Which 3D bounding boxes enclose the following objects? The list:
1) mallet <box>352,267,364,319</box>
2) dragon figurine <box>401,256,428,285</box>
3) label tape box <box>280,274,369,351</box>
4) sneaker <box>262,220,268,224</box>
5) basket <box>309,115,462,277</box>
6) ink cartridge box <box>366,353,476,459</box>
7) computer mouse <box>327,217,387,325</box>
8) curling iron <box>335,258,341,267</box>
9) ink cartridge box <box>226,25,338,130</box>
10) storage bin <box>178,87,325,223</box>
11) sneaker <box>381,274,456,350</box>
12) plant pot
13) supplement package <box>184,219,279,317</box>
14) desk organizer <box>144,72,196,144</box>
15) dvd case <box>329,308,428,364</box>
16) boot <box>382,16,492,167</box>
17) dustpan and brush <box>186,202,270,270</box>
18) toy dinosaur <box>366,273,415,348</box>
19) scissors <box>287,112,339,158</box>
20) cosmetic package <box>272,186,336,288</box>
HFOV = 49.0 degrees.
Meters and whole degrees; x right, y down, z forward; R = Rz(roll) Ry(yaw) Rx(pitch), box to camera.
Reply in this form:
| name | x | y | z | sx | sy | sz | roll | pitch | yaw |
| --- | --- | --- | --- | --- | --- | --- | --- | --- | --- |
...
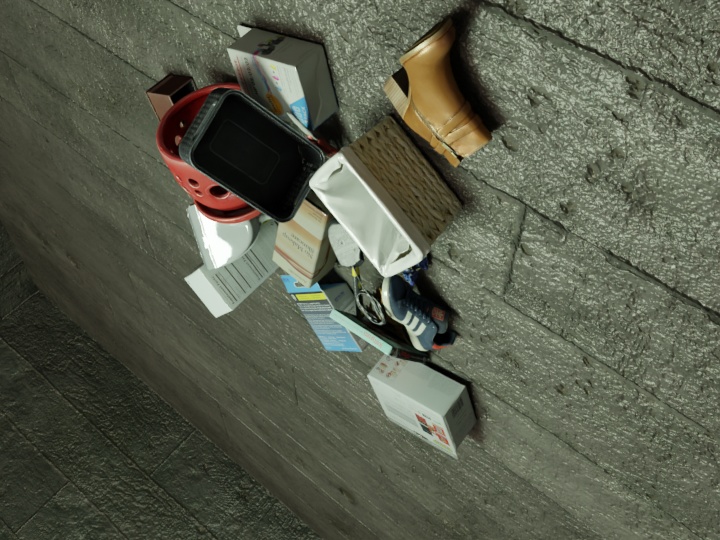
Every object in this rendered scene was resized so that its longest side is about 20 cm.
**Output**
| name | x | y | z | sx | sy | sz | roll | pitch | yaw |
| --- | --- | --- | --- | --- | --- | --- | --- | --- | --- |
| mallet | -0.015 | 0.004 | 1.443 | 0.041 | 0.065 | 0.204 | 19 | 122 | 36 |
| dragon figurine | 0.050 | -0.067 | 1.327 | 0.098 | 0.059 | 0.202 | 15 | 139 | 45 |
| label tape box | -0.067 | 0.074 | 1.665 | 0.142 | 0.066 | 0.202 | -5 | 120 | 56 |
| sneaker | -0.247 | -0.174 | 1.573 | 0.202 | 0.084 | 0.074 | 55 | 150 | -14 |
| basket | 0.041 | -0.114 | 1.213 | 0.201 | 0.123 | 0.135 | 51 | 152 | -6 |
| ink cartridge box | 0.130 | 0.273 | 1.618 | 0.198 | 0.084 | 0.177 | 25 | 151 | 36 |
| computer mouse | 0.000 | 0.000 | 1.366 | 0.058 | 0.034 | 0.203 | -16 | 102 | 37 |
| curling iron | -0.089 | -0.092 | 1.524 | 0.049 | 0.026 | 0.202 | -24 | 105 | 47 |
| ink cartridge box | -0.138 | -0.311 | 1.264 | 0.198 | 0.068 | 0.116 | 25 | 146 | 35 |
| storage bin | -0.173 | -0.184 | 1.260 | 0.198 | 0.137 | 0.094 | 33 | 178 | -28 |
| sneaker | 0.109 | 0.072 | 1.402 | 0.083 | 0.076 | 0.200 | -2 | 144 | 34 |
| plant pot | -0.242 | -0.204 | 1.419 | 0.198 | 0.201 | 0.184 | 28 | 155 | 29 |
| supplement package | -0.252 | -0.013 | 1.662 | 0.110 | 0.200 | 0.113 | 51 | 152 | -10 |
| desk organizer | -0.343 | -0.283 | 1.582 | 0.076 | 0.072 | 0.202 | 17 | 140 | 39 |
| dvd case | 0.039 | 0.128 | 1.518 | 0.145 | 0.022 | 0.199 | 31 | -176 | 27 |
| boot | 0.116 | -0.225 | 1.025 | 0.155 | 0.074 | 0.200 | 48 | 164 | -1 |
| dustpan and brush | -0.225 | -0.092 | 1.555 | 0.196 | 0.057 | 0.142 | -13 | 109 | 8 |
| toy dinosaur | 0.064 | 0.087 | 1.505 | 0.105 | 0.060 | 0.202 | 27 | 146 | 29 |
| scissors | -0.080 | -0.212 | 1.260 | 0.072 | 0.014 | 0.199 | 26 | 180 | 36 |
| cosmetic package | -0.089 | -0.079 | 1.442 | 0.103 | 0.087 | 0.202 | 34 | 141 | 16 |
